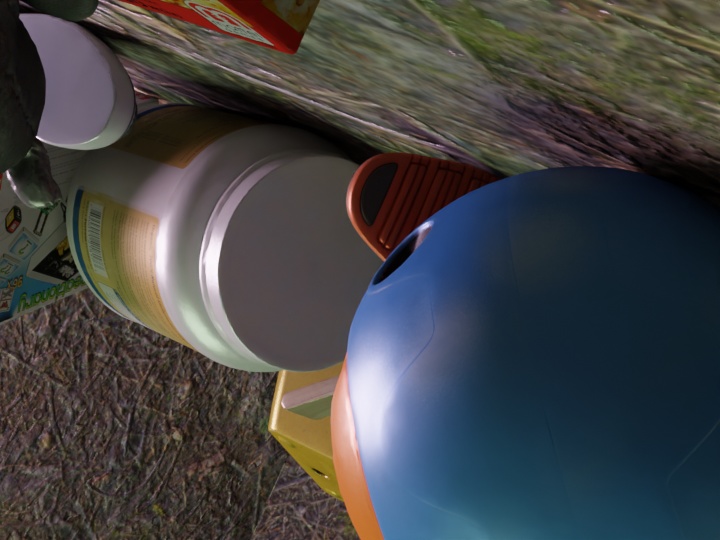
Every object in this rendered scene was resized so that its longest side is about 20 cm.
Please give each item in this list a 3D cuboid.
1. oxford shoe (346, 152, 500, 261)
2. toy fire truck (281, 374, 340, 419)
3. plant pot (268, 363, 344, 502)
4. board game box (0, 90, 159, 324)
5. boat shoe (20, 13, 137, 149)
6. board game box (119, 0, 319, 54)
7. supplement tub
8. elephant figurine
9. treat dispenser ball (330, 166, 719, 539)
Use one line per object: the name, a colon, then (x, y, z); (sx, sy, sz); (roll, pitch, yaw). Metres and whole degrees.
oxford shoe: (0.060, -0.011, 0.888); (0.200, 0.071, 0.072); (27, 180, -36)
toy fire truck: (0.071, 0.103, 1.037); (0.200, 0.129, 0.176); (35, 166, 36)
plant pot: (0.045, 0.096, 1.297); (0.199, 0.177, 0.200); (23, 162, 30)
board game box: (-0.200, -0.041, 1.090); (0.034, 0.127, 0.200); (18, -161, 19)
boat shoe: (-0.186, -0.114, 1.021); (0.200, 0.070, 0.066); (21, -177, 43)
board game box: (-0.116, -0.134, 0.463); (0.151, 0.046, 0.200); (21, 175, 36)
supplement tub: (-0.077, -0.020, 1.021); (0.144, 0.145, 0.200); (27, 176, -33)
elephant figurine: (-0.193, -0.110, 0.774); (0.154, 0.142, 0.200); (-6, 174, -28)
treat dispenser ball: (0.088, 0.059, 0.677); (0.200, 0.202, 0.201); (24, 176, 2)
